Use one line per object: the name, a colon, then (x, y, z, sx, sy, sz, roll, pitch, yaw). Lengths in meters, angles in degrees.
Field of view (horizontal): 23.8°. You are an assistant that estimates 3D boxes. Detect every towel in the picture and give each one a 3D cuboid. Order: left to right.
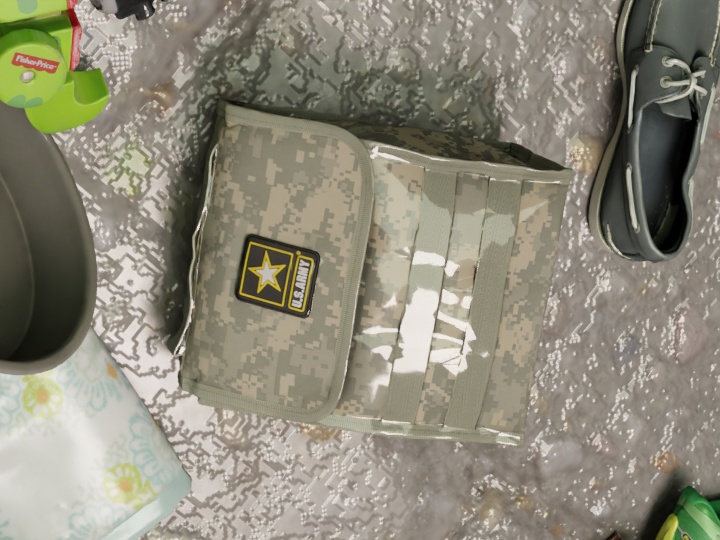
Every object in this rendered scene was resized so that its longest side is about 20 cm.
towel: (-0.213, 0.110, 0.931, 0.199, 0.048, 0.172, -35, 114, -10)

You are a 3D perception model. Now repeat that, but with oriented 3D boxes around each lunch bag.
lunch bag: (0.000, 0.000, 0.949, 0.198, 0.118, 0.166, 7, 101, -16)

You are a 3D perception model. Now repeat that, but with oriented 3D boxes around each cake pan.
cake pan: (-0.206, -0.035, 0.829, 0.036, 0.201, 0.201, -28, 116, 23)

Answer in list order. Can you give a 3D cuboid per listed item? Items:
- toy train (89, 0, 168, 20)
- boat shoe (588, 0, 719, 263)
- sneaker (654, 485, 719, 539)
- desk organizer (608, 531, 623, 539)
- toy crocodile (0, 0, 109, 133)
toy train: (-0.070, -0.209, 0.888, 0.199, 0.085, 0.115, -28, 121, -12)
boat shoe: (0.189, -0.101, 1.022, 0.072, 0.062, 0.202, 8, 101, -22)
sneaker: (0.287, 0.183, 1.127, 0.198, 0.074, 0.085, 9, 104, -22)
desk organizer: (0.124, 0.269, 1.084, 0.200, 0.077, 0.072, -40, 114, -7)
toy crocodile: (-0.165, -0.150, 0.839, 0.061, 0.068, 0.202, -15, 133, -13)
